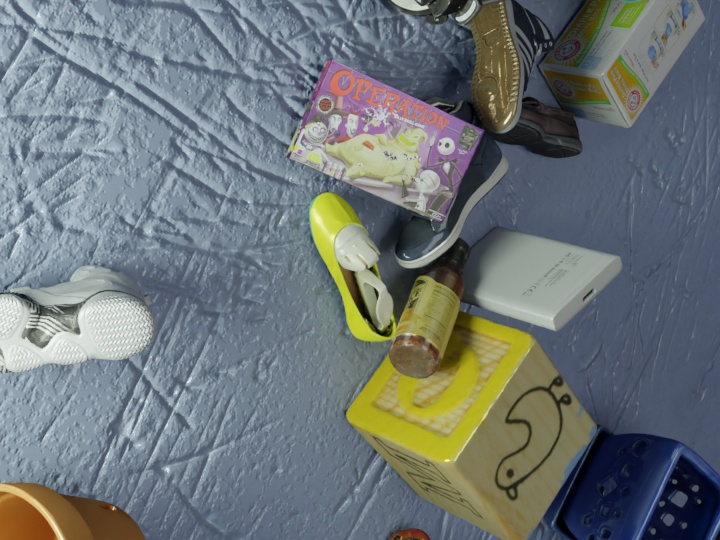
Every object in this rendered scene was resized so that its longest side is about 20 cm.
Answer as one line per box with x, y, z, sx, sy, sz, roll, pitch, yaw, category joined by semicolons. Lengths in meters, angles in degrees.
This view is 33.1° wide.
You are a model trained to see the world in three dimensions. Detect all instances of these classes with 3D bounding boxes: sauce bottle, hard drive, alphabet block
0.089;0.040;1.464;0.066;0.066;0.200;62;35;-33;sauce bottle
0.205;0.007;1.501;0.132;0.200;0.027;-39;125;-26;hard drive
0.139;0.187;1.497;0.195;0.196;0.200;-55;130;-18;alphabet block

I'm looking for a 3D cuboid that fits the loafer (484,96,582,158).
0.217;-0.194;1.559;0.200;0.072;0.063;13;73;-48;loafer

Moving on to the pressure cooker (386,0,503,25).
0.097;-0.367;1.325;0.200;0.176;0.179;-20;124;-35;pressure cooker

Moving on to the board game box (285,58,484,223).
0.029;-0.144;1.365;0.200;0.032;0.120;21;93;-20;board game box

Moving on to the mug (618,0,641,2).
0.330;-0.439;1.532;0.185;0.114;0.152;-50;131;-3;mug

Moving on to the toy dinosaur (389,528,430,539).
0.070;0.432;1.609;0.200;0.105;0.182;38;58;-78;toy dinosaur

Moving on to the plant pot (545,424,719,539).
0.401;0.348;1.777;0.200;0.180;0.200;38;76;-40;plant pot

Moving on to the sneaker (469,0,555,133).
0.188;-0.246;1.469;0.108;0.070;0.200;22;57;-46;sneaker

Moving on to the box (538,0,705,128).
0.346;-0.300;1.600;0.200;0.112;0.101;-54;131;-16;box

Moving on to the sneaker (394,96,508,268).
0.084;-0.114;1.442;0.202;0.077;0.146;-53;134;-21;sneaker

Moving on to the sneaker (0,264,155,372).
-0.296;0.045;1.165;0.199;0.115;0.075;-2;105;-5;sneaker

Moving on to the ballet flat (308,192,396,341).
0.000;0.000;1.411;0.067;0.067;0.200;-34;121;-27;ballet flat

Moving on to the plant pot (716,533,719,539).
0.641;0.531;2.040;0.198;0.200;0.201;-30;120;-40;plant pot

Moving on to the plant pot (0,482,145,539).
-0.297;0.299;1.166;0.140;0.200;0.201;4;99;-59;plant pot
